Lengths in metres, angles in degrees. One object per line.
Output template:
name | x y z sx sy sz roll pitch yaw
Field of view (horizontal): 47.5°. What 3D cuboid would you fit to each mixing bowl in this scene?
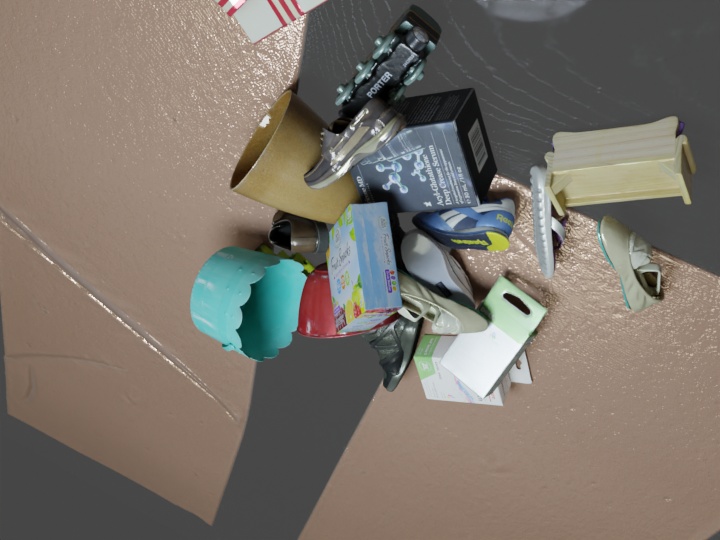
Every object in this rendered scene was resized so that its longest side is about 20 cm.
mixing bowl | -0.028 0.040 1.485 0.199 0.200 0.109 -3 105 30

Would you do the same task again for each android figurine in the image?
android figurine | -0.146 0.036 1.630 0.200 0.041 0.182 42 134 -7

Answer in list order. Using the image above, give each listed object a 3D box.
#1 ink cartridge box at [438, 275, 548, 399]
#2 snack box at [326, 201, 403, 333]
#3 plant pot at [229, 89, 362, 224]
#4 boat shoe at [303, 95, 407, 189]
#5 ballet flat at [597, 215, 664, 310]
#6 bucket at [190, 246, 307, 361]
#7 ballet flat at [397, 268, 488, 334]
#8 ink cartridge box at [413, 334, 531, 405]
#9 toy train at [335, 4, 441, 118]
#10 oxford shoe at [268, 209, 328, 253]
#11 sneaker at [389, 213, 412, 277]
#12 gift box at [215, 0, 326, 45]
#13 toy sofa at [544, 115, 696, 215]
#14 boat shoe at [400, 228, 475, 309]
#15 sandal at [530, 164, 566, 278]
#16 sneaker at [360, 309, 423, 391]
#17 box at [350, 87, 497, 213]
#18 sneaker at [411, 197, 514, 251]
ink cartridge box | 0.238 0.115 1.435 0.104 0.059 0.200 39 110 20
snack box | 0.000 0.000 1.312 0.067 0.170 0.200 -4 168 -17
plant pot | -0.083 -0.164 1.346 0.199 0.187 0.186 30 138 -20
boat shoe | -0.019 -0.190 1.197 0.200 0.075 0.073 -32 101 38
ballet flat | 0.419 -0.013 1.246 0.069 0.070 0.200 -6 139 32
bucket | -0.207 0.057 1.522 0.134 0.207 0.208 19 136 29
ballet flat | 0.119 0.070 1.395 0.199 0.070 0.070 28 136 5
ink cartridge box | 0.213 0.190 1.551 0.199 0.067 0.118 0 127 28
toy train | 0.039 -0.293 1.191 0.085 0.114 0.200 36 137 -12
oxford shoe | -0.127 -0.077 1.442 0.200 0.084 0.073 -152 61 -65
sneaker | 0.050 -0.042 1.446 0.091 0.076 0.200 -11 119 49
gift box | -0.119 -0.439 1.097 0.184 0.187 0.200 -23 115 40
toy sofa | 0.371 -0.147 1.175 0.199 0.098 0.083 -4 150 31
boat shoe | 0.134 -0.002 1.424 0.073 0.065 0.200 -22 121 23
sandal | 0.300 -0.072 1.279 0.050 0.083 0.203 -11 127 4
sneaker | 0.051 0.146 1.599 0.114 0.076 0.200 21 132 13
box | 0.090 -0.181 1.267 0.199 0.107 0.149 -2 127 31
sneaker | 0.172 -0.083 1.341 0.199 0.083 0.074 9 162 45
